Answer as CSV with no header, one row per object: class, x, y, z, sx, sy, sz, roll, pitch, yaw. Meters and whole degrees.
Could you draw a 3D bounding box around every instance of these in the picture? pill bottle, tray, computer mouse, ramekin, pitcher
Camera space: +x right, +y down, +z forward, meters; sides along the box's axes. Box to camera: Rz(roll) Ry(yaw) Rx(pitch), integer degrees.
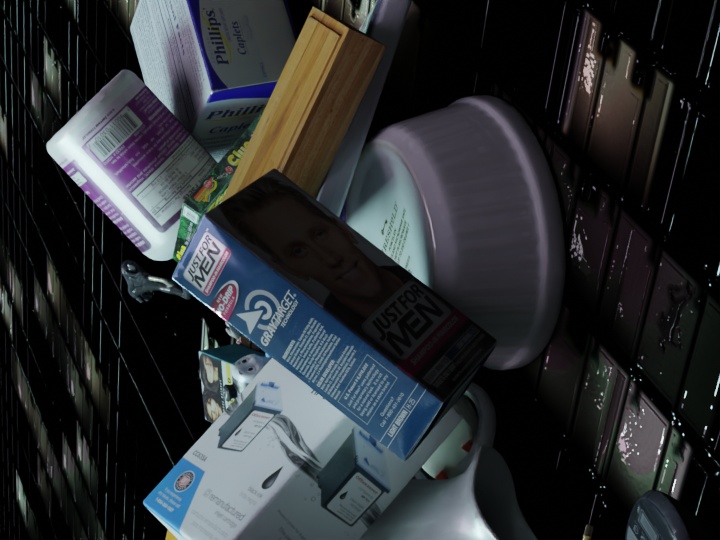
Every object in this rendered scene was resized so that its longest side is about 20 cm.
pill bottle,-0.192,-0.082,1.492,0.200,0.112,0.112,48,160,-11
tray,-0.053,-0.090,1.162,0.202,0.037,0.099,-65,23,9
computer mouse,0.184,0.200,1.011,0.141,0.046,0.202,-121,26,-51
ramekin,0.061,-0.022,1.153,0.202,0.093,0.205,171,90,-67
pitcher,0.029,0.188,1.194,0.199,0.121,0.173,-25,58,24

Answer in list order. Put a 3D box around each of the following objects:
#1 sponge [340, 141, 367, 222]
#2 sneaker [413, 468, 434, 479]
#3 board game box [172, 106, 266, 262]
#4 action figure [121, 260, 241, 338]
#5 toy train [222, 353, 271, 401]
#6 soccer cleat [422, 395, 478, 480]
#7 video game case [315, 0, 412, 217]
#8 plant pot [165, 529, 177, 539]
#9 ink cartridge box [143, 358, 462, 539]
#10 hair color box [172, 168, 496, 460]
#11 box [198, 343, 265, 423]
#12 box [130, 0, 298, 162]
sponge,0.000,0.000,1.392,0.112,0.030,0.202,-121,32,-45
sneaker,-0.010,0.146,1.381,0.201,0.074,0.088,56,158,21
board game box,-0.097,-0.098,1.401,0.023,0.201,0.105,35,151,4
action figure,-0.139,0.000,1.616,0.198,0.102,0.120,9,78,28
toy train,-0.071,0.155,1.492,0.087,0.113,0.202,-137,39,-56
soccer cleat,0.048,0.093,1.276,0.200,0.077,0.069,50,116,23
video game case,-0.011,-0.115,1.226,0.182,0.023,0.202,147,142,-79
plant pot,-0.047,0.274,1.392,0.183,0.198,0.202,44,137,48
ink cartridge box,-0.044,0.140,1.156,0.086,0.200,0.146,48,164,-27
hair color box,-0.016,0.026,1.052,0.199,0.100,0.061,37,123,9
box,-0.119,0.133,1.695,0.200,0.049,0.083,-171,74,-66
box,-0.145,-0.217,1.564,0.200,0.104,0.186,129,127,-61
